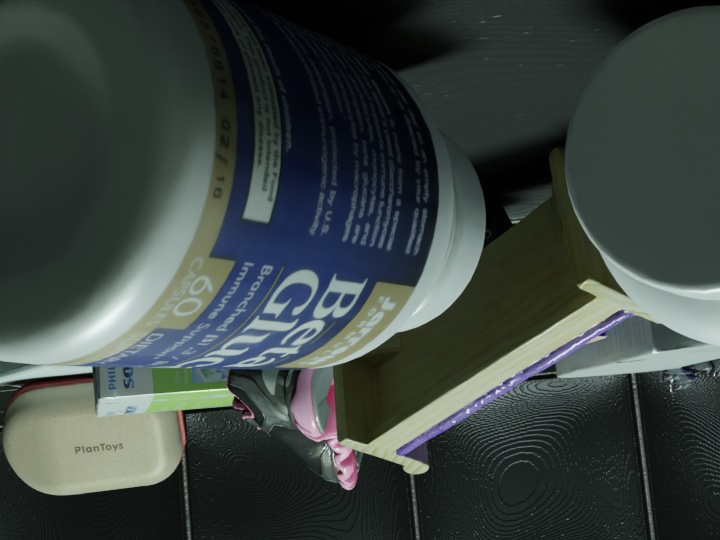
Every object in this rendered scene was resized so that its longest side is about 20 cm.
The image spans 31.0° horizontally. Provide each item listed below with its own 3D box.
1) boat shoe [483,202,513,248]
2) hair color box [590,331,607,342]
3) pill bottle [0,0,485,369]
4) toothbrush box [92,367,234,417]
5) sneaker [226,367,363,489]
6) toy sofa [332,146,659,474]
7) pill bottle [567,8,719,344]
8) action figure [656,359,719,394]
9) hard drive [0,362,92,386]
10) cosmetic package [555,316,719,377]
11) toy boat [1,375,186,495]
[{"bbox_3d":[0.000,0.000,0.779,0.199,0.067,0.070,-9,-157,16],"label":"boat shoe"},{"bbox_3d":[0.060,0.022,0.908,0.199,0.065,0.109,1,171,-12],"label":"hair color box"},{"bbox_3d":[-0.038,-0.024,0.406,0.111,0.112,0.200,-10,171,30],"label":"pill bottle"},{"bbox_3d":[-0.121,0.067,1.075,0.199,0.087,0.146,-5,170,-13],"label":"toothbrush box"},{"bbox_3d":[-0.047,0.108,0.992,0.095,0.079,0.200,7,154,16],"label":"sneaker"},{"bbox_3d":[0.079,0.032,0.693,0.097,0.083,0.200,22,136,-33],"label":"toy sofa"},{"bbox_3d":[0.146,-0.027,0.454,0.111,0.112,0.200,-10,170,30],"label":"pill bottle"},{"bbox_3d":[0.672,0.182,2.470,0.199,0.070,0.130,-15,159,31],"label":"action figure"},{"bbox_3d":[-0.314,0.100,1.392,0.131,0.027,0.200,1,170,-39],"label":"hard drive"},{"bbox_3d":[0.217,0.027,0.933,0.112,0.082,0.200,-4,170,-9],"label":"cosmetic package"},{"bbox_3d":[-0.294,0.166,1.442,0.199,0.131,0.131,-5,-159,-4],"label":"toy boat"}]
